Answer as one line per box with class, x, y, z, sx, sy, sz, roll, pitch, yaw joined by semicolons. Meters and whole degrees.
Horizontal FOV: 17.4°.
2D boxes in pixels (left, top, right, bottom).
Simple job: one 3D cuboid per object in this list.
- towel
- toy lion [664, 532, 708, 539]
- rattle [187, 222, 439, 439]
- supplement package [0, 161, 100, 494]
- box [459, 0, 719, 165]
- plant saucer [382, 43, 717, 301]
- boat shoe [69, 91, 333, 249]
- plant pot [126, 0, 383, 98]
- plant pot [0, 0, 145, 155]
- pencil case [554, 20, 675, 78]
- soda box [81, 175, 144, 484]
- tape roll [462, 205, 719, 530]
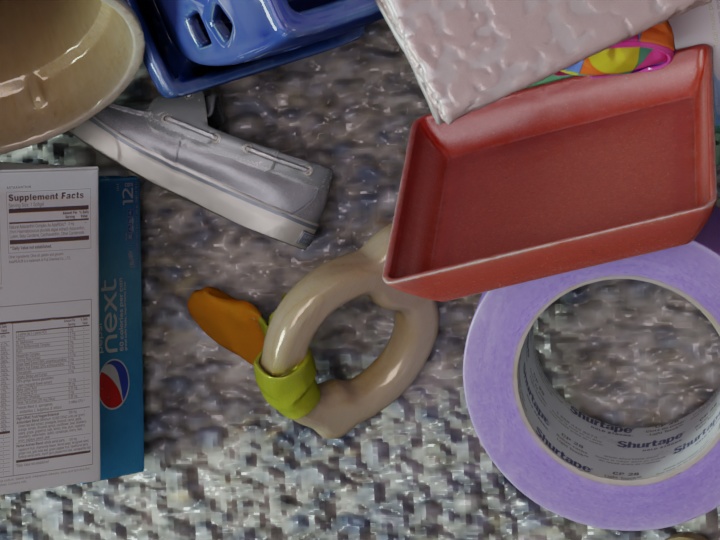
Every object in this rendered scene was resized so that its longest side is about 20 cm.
towel;0.085;-0.210;1.367;0.190;0.032;0.201;-26;90;-9
toy lion;0.191;0.298;1.510;0.191;0.069;0.201;-37;84;22
rattle;0.000;0.000;1.543;0.130;0.143;0.201;35;95;-28
supplement package;-0.266;0.034;1.491;0.151;0.150;0.202;6;98;47
box;0.156;-0.128;1.496;0.198;0.036;0.146;-10;91;17
plant saucer;0.120;-0.053;1.410;0.198;0.201;0.037;-14;119;16
boat shoe;-0.110;-0.084;1.560;0.200;0.070;0.072;26;89;8
plant pot;-0.057;-0.226;1.453;0.179;0.199;0.201;-27;86;52
plant pot;-0.248;-0.197;1.437;0.199;0.200;0.185;-23;65;15
pencil case;0.143;-0.217;1.440;0.088;0.088;0.202;-8;78;15
soda box;-0.190;0.038;1.577;0.064;0.068;0.202;1;94;34
tape roll;0.166;0.053;1.456;0.198;0.085;0.202;4;110;11
